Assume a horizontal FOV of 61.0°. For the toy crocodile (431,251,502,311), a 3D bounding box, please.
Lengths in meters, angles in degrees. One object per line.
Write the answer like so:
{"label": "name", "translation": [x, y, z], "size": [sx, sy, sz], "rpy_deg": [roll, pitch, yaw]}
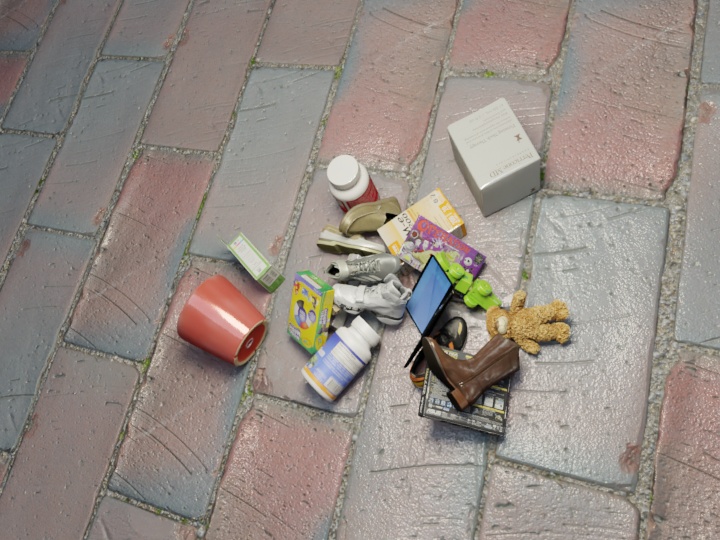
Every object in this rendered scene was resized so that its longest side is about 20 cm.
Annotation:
{"label": "toy crocodile", "translation": [0.256, 0.030, 1.481], "size": [0.198, 0.068, 0.062], "rpy_deg": [34, 41, -2]}

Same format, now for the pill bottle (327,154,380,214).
{"label": "pill bottle", "translation": [-0.020, -0.217, 1.618], "size": [0.109, 0.200, 0.115], "rpy_deg": [-6, 68, 14]}

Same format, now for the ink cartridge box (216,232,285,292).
{"label": "ink cartridge box", "translation": [-0.303, -0.037, 1.692], "size": [0.059, 0.104, 0.200], "rpy_deg": [-44, 64, -4]}

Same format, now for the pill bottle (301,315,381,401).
{"label": "pill bottle", "translation": [-0.044, 0.213, 1.512], "size": [0.112, 0.112, 0.200], "rpy_deg": [41, 85, 26]}

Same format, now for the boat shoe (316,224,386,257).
{"label": "boat shoe", "translation": [-0.020, -0.079, 1.636], "size": [0.195, 0.075, 0.070], "rpy_deg": [13, 71, 16]}

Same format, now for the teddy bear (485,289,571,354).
{"label": "teddy bear", "translation": [0.388, 0.124, 1.421], "size": [0.195, 0.067, 0.148], "rpy_deg": [13, 111, 14]}

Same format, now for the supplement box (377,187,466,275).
{"label": "supplement box", "translation": [0.160, -0.101, 1.589], "size": [0.198, 0.074, 0.127], "rpy_deg": [-34, 64, 3]}

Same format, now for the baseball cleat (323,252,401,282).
{"label": "baseball cleat", "translation": [0.000, 0.000, 1.517], "size": [0.196, 0.106, 0.072], "rpy_deg": [-11, 87, 28]}

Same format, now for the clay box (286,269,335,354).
{"label": "clay box", "translation": [-0.129, 0.116, 1.539], "size": [0.114, 0.047, 0.204], "rpy_deg": [32, 121, 40]}

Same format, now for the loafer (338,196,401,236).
{"label": "loafer", "translation": [0.033, -0.137, 1.605], "size": [0.197, 0.077, 0.068], "rpy_deg": [-25, 60, -26]}

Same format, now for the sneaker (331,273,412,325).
{"label": "sneaker", "translation": [0.030, 0.055, 1.496], "size": [0.196, 0.116, 0.076], "rpy_deg": [20, 43, -7]}

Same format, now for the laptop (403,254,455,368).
{"label": "laptop", "translation": [0.138, 0.092, 1.434], "size": [0.102, 0.179, 0.200], "rpy_deg": [33, 36, 11]}

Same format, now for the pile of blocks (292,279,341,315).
{"label": "pile of blocks", "translation": [-0.101, 0.072, 1.596], "size": [0.061, 0.084, 0.198], "rpy_deg": [-26, 33, -32]}

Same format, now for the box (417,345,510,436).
{"label": "box", "translation": [0.239, 0.272, 1.390], "size": [0.195, 0.049, 0.165], "rpy_deg": [15, 74, -9]}

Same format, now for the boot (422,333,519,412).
{"label": "boot", "translation": [0.252, 0.183, 1.360], "size": [0.198, 0.064, 0.189], "rpy_deg": [-31, 95, -18]}

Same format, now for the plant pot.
{"label": "plant pot", "translation": [-0.350, 0.142, 1.600], "size": [0.175, 0.201, 0.202], "rpy_deg": [32, 81, 14]}

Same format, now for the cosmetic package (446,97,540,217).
{"label": "cosmetic package", "translation": [0.340, -0.284, 1.551], "size": [0.165, 0.167, 0.203], "rpy_deg": [-26, 65, 6]}

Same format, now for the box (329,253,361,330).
{"label": "box", "translation": [-0.039, 0.055, 1.604], "size": [0.038, 0.041, 0.204], "rpy_deg": [5, 70, 47]}

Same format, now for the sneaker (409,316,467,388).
{"label": "sneaker", "translation": [0.188, 0.191, 1.460], "size": [0.070, 0.090, 0.201], "rpy_deg": [36, 84, 25]}

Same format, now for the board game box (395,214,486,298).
{"label": "board game box", "translation": [0.200, -0.035, 1.521], "size": [0.197, 0.032, 0.122], "rpy_deg": [31, 89, 0]}
